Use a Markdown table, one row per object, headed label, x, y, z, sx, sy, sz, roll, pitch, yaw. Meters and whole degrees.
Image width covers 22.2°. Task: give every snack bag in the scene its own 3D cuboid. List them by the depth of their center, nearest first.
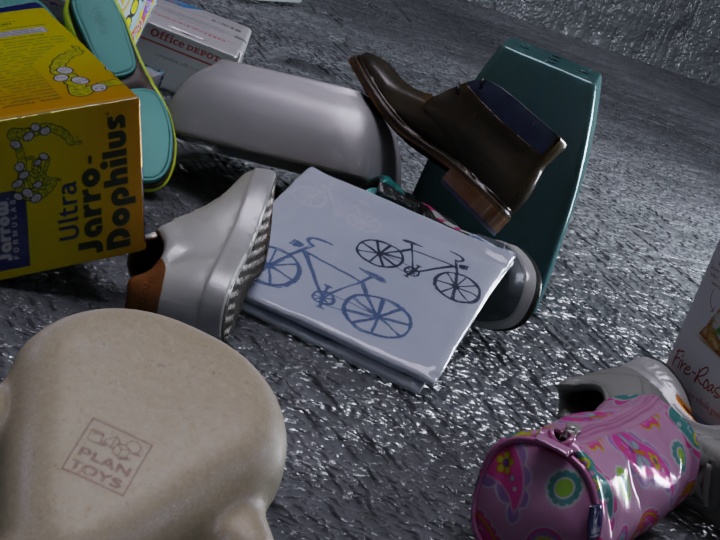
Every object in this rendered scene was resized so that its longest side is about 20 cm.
| label | x | y | z | sx | sy | sz | roll | pitch | yaw |
| --- | --- | --- | --- | --- | --- | --- | --- | --- | --- |
| snack bag | 0.000 | 0.000 | 1.342 | 0.187 | 0.022 | 0.200 | 23 | 34 | 11 |

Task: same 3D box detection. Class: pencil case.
| label | x | y | z | sx | sy | sz | roll | pitch | yaw |
| --- | --- | --- | --- | --- | --- | --- | --- | --- | --- |
| pencil case | 0.138 | 0.123 | 1.097 | 0.087 | 0.088 | 0.199 | 28 | 15 | 24 |

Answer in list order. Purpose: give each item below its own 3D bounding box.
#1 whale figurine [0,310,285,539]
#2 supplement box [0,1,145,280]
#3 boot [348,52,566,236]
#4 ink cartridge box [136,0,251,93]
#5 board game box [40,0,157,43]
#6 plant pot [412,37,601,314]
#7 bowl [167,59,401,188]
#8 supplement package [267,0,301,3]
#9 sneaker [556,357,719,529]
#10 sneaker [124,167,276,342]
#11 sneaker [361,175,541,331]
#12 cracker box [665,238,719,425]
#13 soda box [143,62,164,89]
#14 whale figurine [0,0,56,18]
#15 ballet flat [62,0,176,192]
| label | x | y | z | sx | sy | sz | roll | pitch | yaw |
| --- | --- | --- | --- | --- | --- | --- | --- | --- | --- |
| whale figurine | -0.113 | 0.108 | 0.788 | 0.158 | 0.104 | 0.201 | 23 | 39 | 2 |
| supplement box | -0.228 | -0.091 | 1.214 | 0.109 | 0.110 | 0.200 | -12 | 30 | -24 |
| boot | 0.080 | -0.130 | 1.519 | 0.200 | 0.097 | 0.075 | 49 | 6 | 19 |
| ink cartridge box | -0.181 | -0.225 | 1.886 | 0.115 | 0.067 | 0.200 | 21 | 14 | -5 |
| board game box | -0.262 | -0.261 | 1.671 | 0.104 | 0.104 | 0.200 | 23 | -14 | 7 |
| plant pot | 0.133 | -0.092 | 1.612 | 0.140 | 0.202 | 0.141 | 24 | 15 | 5 |
| bowl | -0.060 | -0.125 | 1.581 | 0.198 | 0.075 | 0.200 | 13 | -1 | 10 |
| supplement package | -0.180 | -0.490 | 2.654 | 0.190 | 0.148 | 0.200 | 27 | 16 | 19 |
| sneaker | 0.202 | 0.127 | 1.229 | 0.091 | 0.076 | 0.200 | -4 | 24 | -29 |
| sneaker | -0.107 | -0.022 | 1.237 | 0.084 | 0.073 | 0.200 | 11 | 25 | 6 |
| sneaker | 0.048 | -0.018 | 1.453 | 0.120 | 0.084 | 0.200 | 18 | 7 | -34 |
| cracker box | 0.282 | 0.066 | 1.269 | 0.057 | 0.202 | 0.134 | 10 | 18 | -36 |
| soda box | -0.277 | -0.179 | 1.602 | 0.198 | 0.064 | 0.068 | 24 | 14 | 4 |
| whale figurine | -0.320 | -0.177 | 1.453 | 0.199 | 0.105 | 0.159 | 1 | 26 | -45 |
| ballet flat | -0.200 | -0.140 | 1.511 | 0.066 | 0.067 | 0.201 | -10 | 66 | -25 |
